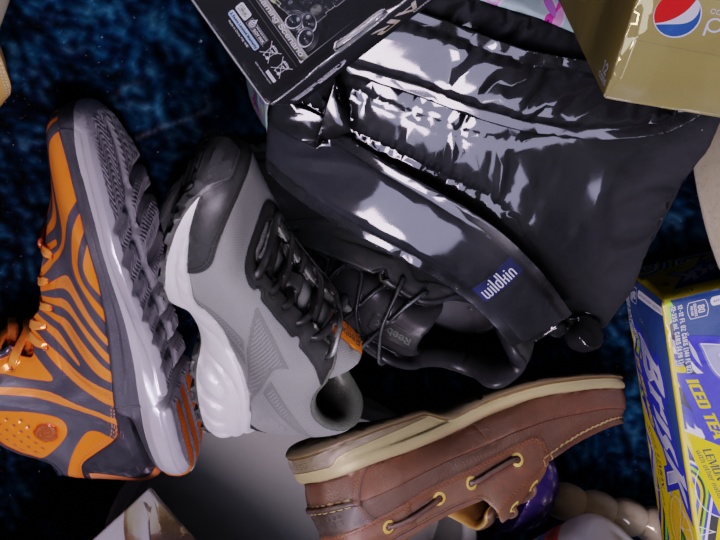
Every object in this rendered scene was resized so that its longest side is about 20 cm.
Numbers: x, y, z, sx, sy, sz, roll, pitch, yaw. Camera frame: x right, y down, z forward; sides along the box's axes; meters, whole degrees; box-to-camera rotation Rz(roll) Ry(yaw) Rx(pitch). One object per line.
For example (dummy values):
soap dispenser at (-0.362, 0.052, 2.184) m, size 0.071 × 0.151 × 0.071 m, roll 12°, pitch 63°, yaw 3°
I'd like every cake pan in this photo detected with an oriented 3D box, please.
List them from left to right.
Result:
cake pan at (-0.039, 0.140, 1.190) m, size 0.200 × 0.037 × 0.201 m, roll -4°, pitch 123°, yaw -5°

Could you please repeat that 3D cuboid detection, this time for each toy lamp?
toy lamp at (0.172, 0.142, 1.212) m, size 0.200 × 0.058 × 0.058 m, roll 18°, pitch 119°, yaw -15°

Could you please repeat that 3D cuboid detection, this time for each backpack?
backpack at (0.045, -0.071, 1.012) m, size 0.200 × 0.127 × 0.167 m, roll 18°, pitch 106°, yaw -16°

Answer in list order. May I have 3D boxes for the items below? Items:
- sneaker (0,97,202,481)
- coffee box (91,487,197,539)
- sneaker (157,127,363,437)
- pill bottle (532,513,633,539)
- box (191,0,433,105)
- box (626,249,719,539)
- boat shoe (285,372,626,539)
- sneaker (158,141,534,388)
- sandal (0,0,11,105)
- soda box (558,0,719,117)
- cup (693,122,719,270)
sneaker at (-0.150, 0.018, 1.073) m, size 0.112 × 0.078 × 0.200 m, roll -6°, pitch 112°, yaw 11°
coffee box at (-0.080, 0.222, 1.087) m, size 0.113 × 0.080 × 0.200 m, roll -41°, pitch 85°, yaw -20°
sneaker at (-0.040, 0.008, 0.995) m, size 0.079 × 0.074 × 0.200 m, roll 8°, pitch 146°, yaw 15°
pill bottle at (0.065, 0.219, 1.162) m, size 0.200 × 0.112 × 0.112 m, roll -32°, pitch 122°, yaw 23°
box at (-0.028, -0.193, 0.908) m, size 0.160 × 0.044 × 0.200 m, roll -37°, pitch 86°, yaw 15°
box at (0.188, 0.093, 1.139) m, size 0.070 × 0.064 × 0.200 m, roll -13°, pitch 106°, yaw -9°
boat shoe at (0.054, 0.096, 1.115) m, size 0.200 × 0.072 × 0.068 m, roll -14°, pitch 88°, yaw -35°
sneaker at (0.000, 0.000, 1.073) m, size 0.200 × 0.091 × 0.076 m, roll 16°, pitch 121°, yaw -16°
sandal at (-0.181, -0.100, 1.001) m, size 0.054 × 0.080 × 0.200 m, roll 12°, pitch 118°, yaw -41°
soda box at (0.120, -0.140, 0.932) m, size 0.068 × 0.200 × 0.064 m, roll 8°, pitch 121°, yaw -14°
cup at (0.235, -0.049, 1.029) m, size 0.143 × 0.200 × 0.200 m, roll -12°, pitch 126°, yaw 21°
